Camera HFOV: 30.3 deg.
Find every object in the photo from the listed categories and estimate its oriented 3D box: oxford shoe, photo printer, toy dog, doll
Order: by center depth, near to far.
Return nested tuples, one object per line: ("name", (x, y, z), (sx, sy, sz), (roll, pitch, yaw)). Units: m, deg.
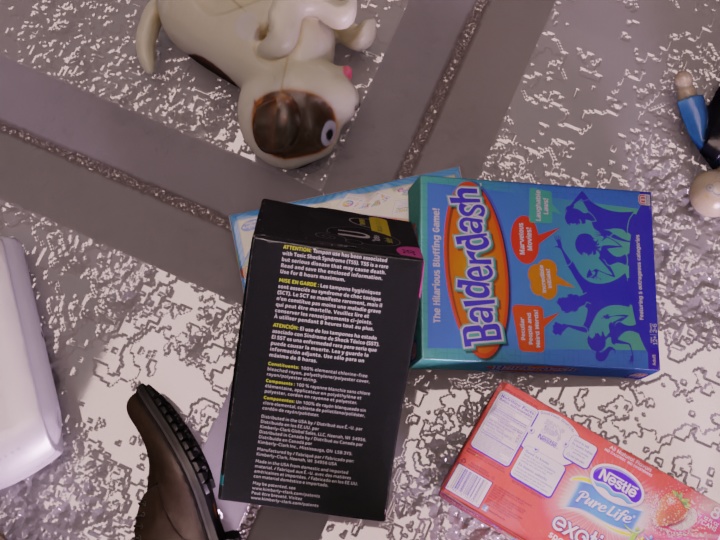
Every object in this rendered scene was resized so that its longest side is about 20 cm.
("oxford shoe", (-0.153, 0.188, 1.063), (0.084, 0.073, 0.201), (-23, 78, -1))
("photo printer", (-0.338, 0.089, 1.093), (0.166, 0.069, 0.201), (-15, 77, -1))
("toy dog", (-0.079, -0.182, 1.107), (0.193, 0.140, 0.200), (-28, 80, -3))
("doll", (0.329, -0.137, 1.122), (0.136, 0.048, 0.200), (26, 86, -2))

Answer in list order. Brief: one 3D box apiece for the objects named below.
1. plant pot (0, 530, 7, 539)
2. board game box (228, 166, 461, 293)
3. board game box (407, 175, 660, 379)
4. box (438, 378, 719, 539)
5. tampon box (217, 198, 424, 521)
("plant pot", (-0.311, 0.286, 0.996), (0.200, 0.200, 0.177), (44, 72, 11))
("board game box", (0.000, 0.000, 1.115), (0.199, 0.034, 0.135), (-11, 78, 0))
("board game box", (0.139, 0.007, 1.076), (0.199, 0.045, 0.153), (3, 75, -11))
("box", (0.170, 0.181, 1.037), (0.200, 0.095, 0.103), (29, 81, 8))
("tampon box", (-0.030, 0.062, 1.006), (0.126, 0.150, 0.201), (8, 103, -4))
